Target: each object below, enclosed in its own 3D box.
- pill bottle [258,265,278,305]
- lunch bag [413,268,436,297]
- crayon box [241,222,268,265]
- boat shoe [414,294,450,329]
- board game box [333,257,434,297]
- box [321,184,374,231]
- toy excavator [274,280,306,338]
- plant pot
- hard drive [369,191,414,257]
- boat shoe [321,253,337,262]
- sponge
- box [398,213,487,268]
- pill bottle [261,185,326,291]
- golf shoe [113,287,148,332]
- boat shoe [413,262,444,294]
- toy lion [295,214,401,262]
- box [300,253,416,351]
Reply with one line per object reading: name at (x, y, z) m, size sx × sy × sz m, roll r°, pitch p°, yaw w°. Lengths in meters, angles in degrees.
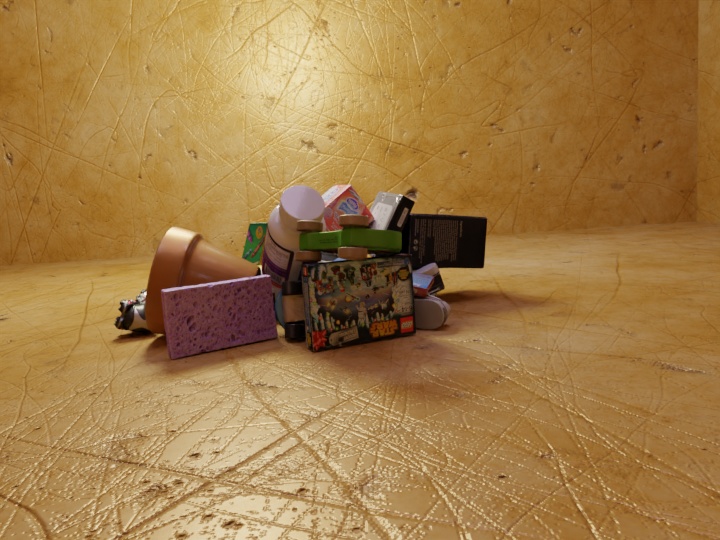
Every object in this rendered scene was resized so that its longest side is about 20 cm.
pill bottle at (-0.258, 0.047, 1.279) m, size 0.193 × 0.113 × 0.109 m, roll -3°, pitch 7°, yaw 1°
lunch bag at (0.100, 0.032, 1.332) m, size 0.155 × 0.085 × 0.200 m, roll -4°, pitch 7°, yaw 5°
crayon box at (-0.215, -0.024, 1.476) m, size 0.057 × 0.122 × 0.200 m, roll 1°, pitch -20°, yaw 26°
boat shoe at (0.075, 0.066, 1.111) m, size 0.195 × 0.074 × 0.065 m, roll 2°, pitch 8°, yaw 27°
board game box at (0.039, 0.010, 1.124) m, size 0.194 × 0.020 × 0.103 m, roll 13°, pitch 14°, yaw 13°
box at (-0.051, -0.130, 1.359) m, size 0.102 × 0.095 × 0.200 m, roll -41°, pitch 14°, yaw -6°
toy excavator at (-0.080, 0.067, 1.145) m, size 0.189 × 0.103 × 0.199 m, roll -5°, pitch -2°, yaw -20°
plant pot at (-0.292, 0.036, 1.137) m, size 0.178 × 0.207 × 0.200 m, roll 12°, pitch 6°, yaw -2°
hard drive at (0.047, -0.099, 1.280) m, size 0.037 × 0.143 × 0.200 m, roll 24°, pitch 4°, yaw -14°
boat shoe at (-0.099, -0.011, 1.276) m, size 0.194 × 0.075 × 0.062 m, roll 9°, pitch 17°, yaw -24°
sponge at (-0.240, 0.077, 1.020) m, size 0.195 × 0.115 × 0.030 m, roll -9°, pitch 7°, yaw -33°
box at (0.160, -0.073, 1.367) m, size 0.194 × 0.122 × 0.196 m, roll 0°, pitch 7°, yaw -20°
pill bottle at (-0.124, -0.059, 1.110) m, size 0.108 × 0.114 × 0.202 m, roll -6°, pitch -35°, yaw -22°
golf shoe at (-0.447, 0.094, 1.245) m, size 0.086 × 0.079 × 0.200 m, roll 16°, pitch 8°, yaw -5°
boat shoe at (0.081, 0.059, 1.194) m, size 0.196 × 0.069 × 0.072 m, roll -27°, pitch 7°, yaw -11°
toy lion at (-0.002, -0.047, 0.992) m, size 0.188 × 0.071 × 0.197 m, roll 2°, pitch -2°, yaw -38°
box at (-0.001, 0.050, 1.000) m, size 0.194 × 0.142 × 0.040 m, roll -7°, pitch 6°, yaw -24°
